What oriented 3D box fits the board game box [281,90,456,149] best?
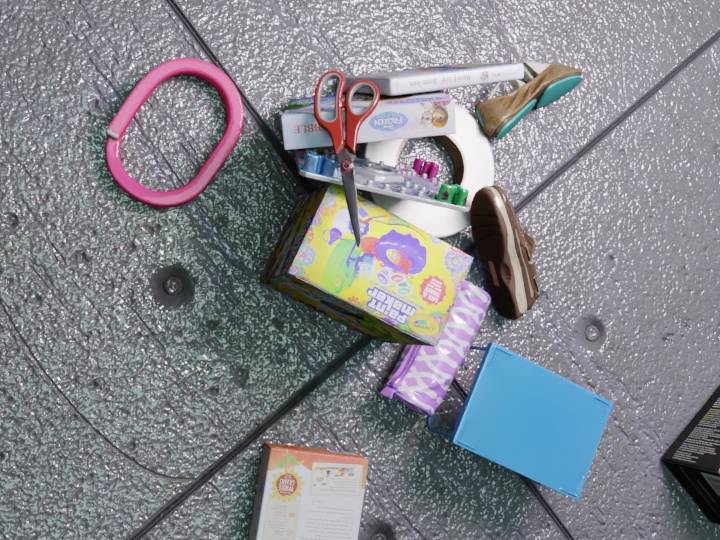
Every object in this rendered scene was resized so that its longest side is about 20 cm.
[{"bbox_3d":[0.007,-0.193,0.978,0.199,0.200,0.041,-6,108,-1],"label":"board game box"}]

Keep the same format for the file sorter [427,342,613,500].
[{"bbox_3d":[0.211,0.202,1.085,0.199,0.123,0.139,27,79,-15],"label":"file sorter"}]

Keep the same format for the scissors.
[{"bbox_3d":[-0.023,-0.124,0.862,0.073,0.014,0.201,6,78,0],"label":"scissors"}]

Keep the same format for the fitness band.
[{"bbox_3d":[-0.237,-0.177,1.011,0.143,0.037,0.201,34,79,-13],"label":"fitness band"}]

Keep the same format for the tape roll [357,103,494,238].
[{"bbox_3d":[0.094,-0.145,1.114,0.202,0.037,0.204,1,87,-17],"label":"tape roll"}]

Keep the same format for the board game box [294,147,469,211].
[{"bbox_3d":[0.020,-0.126,0.970,0.199,0.200,0.026,11,106,-10],"label":"board game box"}]

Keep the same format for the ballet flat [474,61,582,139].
[{"bbox_3d":[0.241,-0.263,1.154,0.200,0.068,0.072,-36,77,-23],"label":"ballet flat"}]

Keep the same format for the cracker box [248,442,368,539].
[{"bbox_3d":[-0.073,0.333,1.021,0.133,0.058,0.201,11,83,-16],"label":"cracker box"}]

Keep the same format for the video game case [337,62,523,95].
[{"bbox_3d":[0.085,-0.252,1.034,0.181,0.200,0.024,-11,107,-18],"label":"video game case"}]

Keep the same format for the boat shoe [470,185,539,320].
[{"bbox_3d":[0.211,-0.034,1.114,0.075,0.075,0.203,-28,120,-24],"label":"boat shoe"}]

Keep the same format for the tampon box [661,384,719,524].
[{"bbox_3d":[0.596,0.275,1.199,0.200,0.126,0.150,-44,100,-15],"label":"tampon box"}]

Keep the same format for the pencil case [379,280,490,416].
[{"bbox_3d":[0.105,0.098,1.076,0.085,0.084,0.201,40,72,-46],"label":"pencil case"}]

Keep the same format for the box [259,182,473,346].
[{"bbox_3d":[0.000,0.000,0.993,0.199,0.193,0.122,27,80,-14],"label":"box"}]
